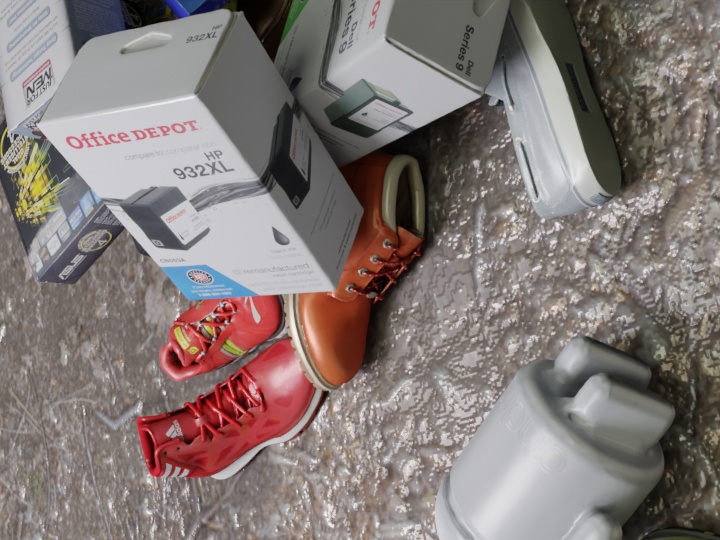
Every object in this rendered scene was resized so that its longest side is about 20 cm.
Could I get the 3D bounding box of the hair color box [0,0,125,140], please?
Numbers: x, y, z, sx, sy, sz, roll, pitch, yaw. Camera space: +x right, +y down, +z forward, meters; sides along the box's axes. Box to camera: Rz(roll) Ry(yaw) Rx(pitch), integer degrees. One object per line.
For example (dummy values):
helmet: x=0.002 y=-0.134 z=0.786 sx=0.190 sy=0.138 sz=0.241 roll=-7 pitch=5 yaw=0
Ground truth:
hair color box: x=-0.252 y=-0.218 z=0.823 sx=0.098 sy=0.060 sz=0.202 roll=-27 pitch=69 yaw=34

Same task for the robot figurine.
robot figurine: x=0.124 y=0.142 z=0.676 sx=0.201 sy=0.112 sz=0.170 roll=-60 pitch=18 yaw=23

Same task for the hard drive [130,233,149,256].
hard drive: x=-0.153 y=-0.060 z=0.922 sx=0.198 sy=0.033 sz=0.141 roll=15 pitch=130 yaw=39

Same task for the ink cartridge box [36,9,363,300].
ink cartridge box: x=-0.108 y=-0.073 z=0.723 sx=0.143 sy=0.201 sz=0.084 roll=-3 pitch=50 yaw=29

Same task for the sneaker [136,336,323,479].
sneaker: x=-0.120 y=0.130 z=0.881 sx=0.200 sy=0.115 sz=0.079 roll=-50 pitch=61 yaw=29

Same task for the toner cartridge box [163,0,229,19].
toner cartridge box: x=-0.095 y=-0.297 z=0.812 sx=0.200 sy=0.043 sz=0.095 roll=-44 pitch=90 yaw=-8

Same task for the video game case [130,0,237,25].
video game case: x=-0.184 y=-0.217 z=0.895 sx=0.198 sy=0.025 sz=0.183 roll=-7 pitch=76 yaw=39

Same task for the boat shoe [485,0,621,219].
boat shoe: x=0.117 y=-0.133 z=0.706 sx=0.071 sy=0.070 sz=0.203 roll=-25 pitch=76 yaw=36

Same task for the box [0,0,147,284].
box: x=-0.236 y=-0.111 z=0.868 sx=0.200 sy=0.049 sz=0.162 roll=-41 pitch=65 yaw=28

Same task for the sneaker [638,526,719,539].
sneaker: x=0.244 y=0.199 z=0.598 sx=0.198 sy=0.076 sz=0.077 roll=-9 pitch=83 yaw=39

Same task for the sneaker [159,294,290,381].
sneaker: x=-0.122 y=0.050 z=0.874 sx=0.077 sy=0.084 sz=0.200 roll=55 pitch=143 yaw=10

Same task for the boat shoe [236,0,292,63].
boat shoe: x=-0.112 y=-0.190 z=0.897 sx=0.076 sy=0.073 sz=0.201 roll=50 pitch=121 yaw=30

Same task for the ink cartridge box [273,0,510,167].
ink cartridge box: x=0.017 y=-0.175 z=0.715 sx=0.199 sy=0.083 sz=0.148 roll=-18 pitch=54 yaw=59

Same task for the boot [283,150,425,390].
boot: x=0.000 y=0.000 z=0.809 sx=0.106 sy=0.075 sz=0.203 roll=4 pitch=92 yaw=35
